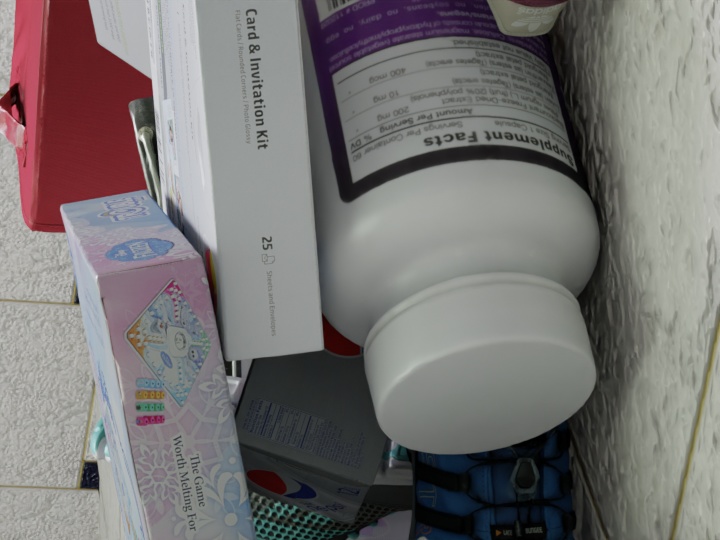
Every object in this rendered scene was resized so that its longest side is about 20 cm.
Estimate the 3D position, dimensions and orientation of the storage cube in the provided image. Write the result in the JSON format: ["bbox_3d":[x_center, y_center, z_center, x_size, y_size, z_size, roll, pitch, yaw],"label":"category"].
[{"bbox_3d":[-0.117,-0.140,1.463,0.171,0.199,0.180,-110,24,-56],"label":"storage cube"}]

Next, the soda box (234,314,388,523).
[{"bbox_3d":[0.000,0.000,1.029,0.068,0.063,0.201,110,178,-70],"label":"soda box"}]

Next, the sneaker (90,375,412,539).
[{"bbox_3d":[-0.020,0.097,1.106,0.078,0.199,0.091,-60,-37,-49],"label":"sneaker"}]

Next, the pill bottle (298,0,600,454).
[{"bbox_3d":[0.029,-0.036,0.929,0.112,0.111,0.200,102,161,-56],"label":"pill bottle"}]

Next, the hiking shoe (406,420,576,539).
[{"bbox_3d":[0.051,0.088,0.961,0.087,0.074,0.200,97,165,-48],"label":"hiking shoe"}]

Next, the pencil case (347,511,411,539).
[{"bbox_3d":[0.006,0.055,1.165,0.083,0.090,0.200,-76,-7,-54],"label":"pencil case"}]

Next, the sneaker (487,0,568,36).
[{"bbox_3d":[0.041,-0.178,0.912,0.090,0.075,0.200,103,161,-47],"label":"sneaker"}]

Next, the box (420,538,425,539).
[{"bbox_3d":[0.044,0.198,0.891,0.156,0.041,0.200,46,155,14],"label":"box"}]

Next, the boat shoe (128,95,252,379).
[{"bbox_3d":[-0.077,0.013,1.171,0.071,0.063,0.201,167,97,-85],"label":"boat shoe"}]

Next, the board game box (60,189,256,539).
[{"bbox_3d":[-0.074,0.079,0.954,0.200,0.043,0.200,-139,37,-76],"label":"board game box"}]

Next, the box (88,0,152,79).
[{"bbox_3d":[-0.061,-0.123,1.171,0.200,0.036,0.145,33,151,28],"label":"box"}]

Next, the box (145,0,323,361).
[{"bbox_3d":[-0.054,-0.064,0.953,0.200,0.041,0.156,-130,35,-76],"label":"box"}]
